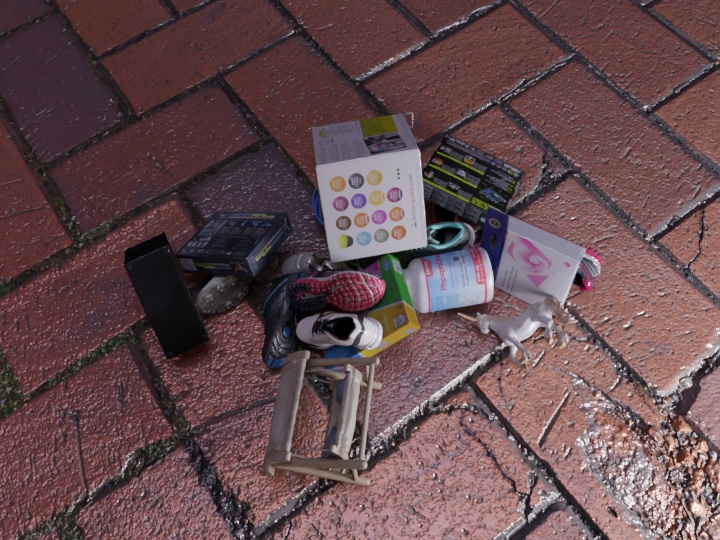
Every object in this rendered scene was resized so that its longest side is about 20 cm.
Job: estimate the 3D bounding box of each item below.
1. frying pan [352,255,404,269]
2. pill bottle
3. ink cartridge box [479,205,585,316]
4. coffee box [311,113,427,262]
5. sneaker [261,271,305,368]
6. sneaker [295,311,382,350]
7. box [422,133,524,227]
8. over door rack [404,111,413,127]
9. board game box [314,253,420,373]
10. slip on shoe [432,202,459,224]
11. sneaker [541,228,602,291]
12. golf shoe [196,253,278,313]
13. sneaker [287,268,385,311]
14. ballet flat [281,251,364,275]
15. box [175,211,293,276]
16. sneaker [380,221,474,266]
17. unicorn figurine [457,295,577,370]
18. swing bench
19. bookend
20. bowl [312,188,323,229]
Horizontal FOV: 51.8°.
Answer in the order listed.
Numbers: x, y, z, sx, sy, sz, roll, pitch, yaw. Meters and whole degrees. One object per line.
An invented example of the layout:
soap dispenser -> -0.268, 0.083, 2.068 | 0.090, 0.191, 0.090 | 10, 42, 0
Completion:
frying pan -> 0.001, -0.015, 1.553 | 0.185, 0.031, 0.117 | 0, 58, 0
pill bottle -> 0.158, 0.023, 1.471 | 0.195, 0.110, 0.111 | -10, 59, -2
ink cartridge box -> 0.316, -0.014, 1.433 | 0.197, 0.198, 0.044 | 25, 61, 17
coffee box -> 0.013, -0.164, 1.438 | 0.193, 0.204, 0.201 | -9, 31, -2
sneaker -> -0.161, 0.100, 1.481 | 0.080, 0.073, 0.204 | -3, 58, 33
sneaker -> -0.054, 0.105, 1.387 | 0.197, 0.079, 0.076 | -5, 72, 39
box -> 0.234, -0.190, 1.584 | 0.197, 0.048, 0.194 | 26, 49, 7
over door rack -> 0.028, -0.272, 1.631 | 0.196, 0.068, 0.148 | -17, 23, 14
board game box -> 0.007, 0.086, 1.423 | 0.198, 0.040, 0.156 | -33, 56, 25
slip on shoe -> 0.185, -0.149, 1.599 | 0.072, 0.062, 0.204 | 4, 59, 8
sneaker -> 0.386, -0.026, 1.496 | 0.196, 0.081, 0.076 | 19, 65, 13
golf shoe -> -0.266, 0.010, 1.539 | 0.199, 0.079, 0.097 | -37, 46, -22
sneaker -> -0.043, 0.026, 1.412 | 0.196, 0.082, 0.075 | -1, 27, 26
ballet flat -> -0.078, -0.007, 1.513 | 0.196, 0.070, 0.071 | 12, 60, 20
box -> -0.257, -0.058, 1.516 | 0.196, 0.052, 0.159 | 3, 41, 31
sneaker -> 0.130, -0.062, 1.490 | 0.195, 0.091, 0.079 | -16, 78, 9
unicorn figurine -> 0.306, 0.115, 1.429 | 0.196, 0.074, 0.139 | -24, 51, 1
swing bench -> -0.070, 0.262, 1.334 | 0.195, 0.131, 0.203 | 5, 60, 6
bookend -> -0.390, 0.044, 1.487 | 0.091, 0.203, 0.200 | -24, 17, -11
bowl -> -0.006, -0.142, 1.609 | 0.195, 0.040, 0.204 | -2, 54, 3
